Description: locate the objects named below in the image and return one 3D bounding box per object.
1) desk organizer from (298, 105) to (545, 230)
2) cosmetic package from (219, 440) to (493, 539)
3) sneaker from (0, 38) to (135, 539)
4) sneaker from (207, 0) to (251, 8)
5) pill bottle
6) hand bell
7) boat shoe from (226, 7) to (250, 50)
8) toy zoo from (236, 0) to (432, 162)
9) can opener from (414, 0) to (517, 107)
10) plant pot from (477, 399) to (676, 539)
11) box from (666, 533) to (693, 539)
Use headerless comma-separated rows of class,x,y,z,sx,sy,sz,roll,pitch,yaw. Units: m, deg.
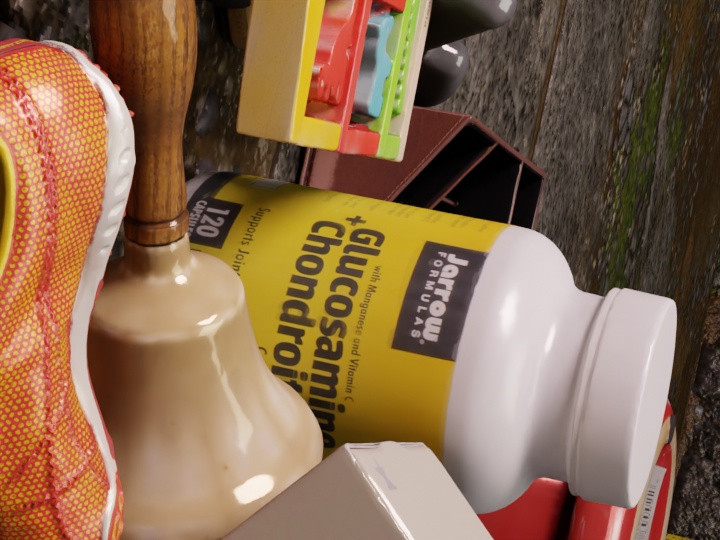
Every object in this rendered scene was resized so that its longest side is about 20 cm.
desk organizer,0.036,-0.039,0.921,0.200,0.077,0.072,17,85,-73
cosmetic package,-0.047,0.143,0.589,0.200,0.071,0.105,-39,166,11
sneaker,-0.115,0.031,0.529,0.077,0.073,0.201,-17,114,-47
sneaker,-0.049,-0.134,0.598,0.200,0.075,0.116,-55,153,-55
pill bottle,0.017,0.031,0.695,0.112,0.199,0.113,11,90,-73
hand bell,-0.066,-0.022,0.564,0.104,0.104,0.201,-55,150,-53
boat shoe,0.006,-0.160,0.770,0.201,0.063,0.074,-60,155,-46
toy zoo,-0.003,-0.106,0.611,0.200,0.020,0.132,-8,109,-76
can opener,0.037,-0.117,0.793,0.053,0.066,0.200,-62,-169,-8
plant pot,0.069,0.127,0.964,0.200,0.181,0.202,11,90,-71
box,0.181,0.256,1.408,0.200,0.175,0.097,7,95,-73
